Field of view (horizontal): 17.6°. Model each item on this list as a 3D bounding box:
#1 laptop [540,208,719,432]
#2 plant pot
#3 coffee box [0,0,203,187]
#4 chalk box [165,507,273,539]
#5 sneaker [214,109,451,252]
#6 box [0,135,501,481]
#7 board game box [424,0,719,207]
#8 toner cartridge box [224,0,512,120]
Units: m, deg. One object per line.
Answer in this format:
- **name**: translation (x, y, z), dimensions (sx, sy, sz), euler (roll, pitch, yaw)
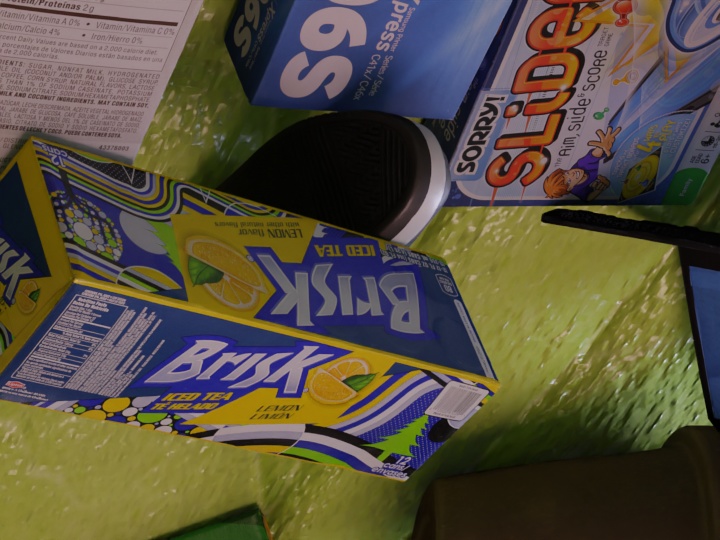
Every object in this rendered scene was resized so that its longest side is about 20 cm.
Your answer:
- **laptop**: translation (0.199, 0.040, 1.058), dimensions (0.200, 0.177, 0.103), euler (5, 94, -54)
- **plant pot**: translation (0.115, 0.170, 1.202), dimensions (0.174, 0.200, 0.200), euler (8, 135, -6)
- **coffee box**: translation (-0.112, -0.110, 0.812), dimensions (0.080, 0.114, 0.200), euler (3, 133, -29)
- **chalk box**: translation (-0.118, 0.231, 1.190), dimensions (0.200, 0.124, 0.125), euler (-17, 142, -5)
- **sneaker**: translation (0.000, 0.000, 0.989), dimensions (0.121, 0.084, 0.200), euler (12, 154, -37)
- **box**: translation (-0.047, 0.018, 0.845), dimensions (0.200, 0.070, 0.064), euler (16, 129, -40)
- **board game box**: translation (0.114, -0.110, 0.978), dimensions (0.135, 0.034, 0.200), euler (-1, 136, -24)
- **toner cartridge box**: translation (0.025, -0.147, 0.888), dimensions (0.095, 0.043, 0.200), euler (1, 135, -27)
